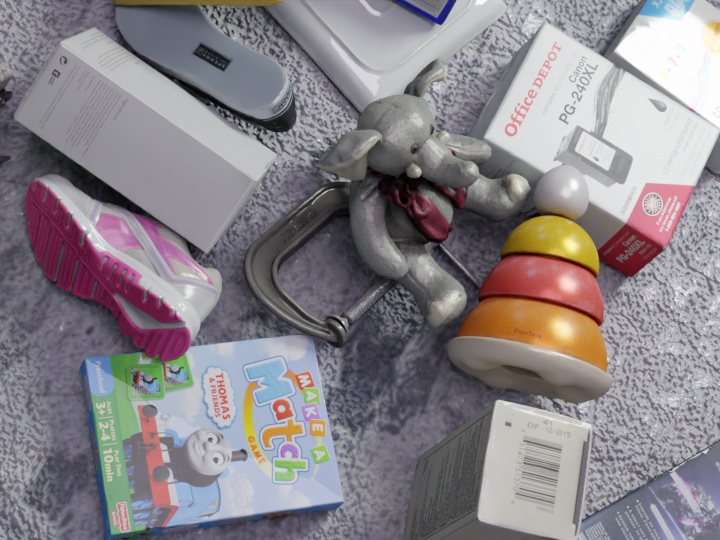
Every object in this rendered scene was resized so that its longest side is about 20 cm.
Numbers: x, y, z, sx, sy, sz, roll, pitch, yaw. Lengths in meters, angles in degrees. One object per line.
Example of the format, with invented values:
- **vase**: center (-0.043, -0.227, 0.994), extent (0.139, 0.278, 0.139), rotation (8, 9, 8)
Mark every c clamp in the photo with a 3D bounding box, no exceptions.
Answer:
- **c clamp**: center (0.000, 0.000, 1.537), extent (0.200, 0.027, 0.171), rotation (-35, 79, -36)

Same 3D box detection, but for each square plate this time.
- **square plate**: center (0.013, -0.271, 1.651), extent (0.198, 0.028, 0.200), rotation (-41, 86, -24)

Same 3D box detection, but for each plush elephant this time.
- **plush elephant**: center (0.046, -0.087, 1.493), extent (0.200, 0.155, 0.165), rotation (35, 67, 12)

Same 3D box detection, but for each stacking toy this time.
- **stacking toy**: center (0.166, 0.005, 1.519), extent (0.145, 0.146, 0.201), rotation (17, 78, -10)

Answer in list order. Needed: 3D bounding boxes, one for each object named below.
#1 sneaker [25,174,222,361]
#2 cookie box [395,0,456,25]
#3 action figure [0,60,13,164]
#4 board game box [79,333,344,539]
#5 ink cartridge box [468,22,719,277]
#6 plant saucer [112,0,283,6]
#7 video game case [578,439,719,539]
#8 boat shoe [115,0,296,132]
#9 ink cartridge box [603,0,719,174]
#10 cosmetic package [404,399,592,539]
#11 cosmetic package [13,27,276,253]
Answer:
- **sneaker**: center (-0.199, -0.012, 1.477), extent (0.200, 0.081, 0.088), rotation (42, 44, 9)
- **cookie box**: center (0.050, -0.361, 1.636), extent (0.171, 0.075, 0.201), rotation (28, 66, -5)
- **action figure**: center (-0.359, -0.142, 1.460), extent (0.118, 0.102, 0.201), rotation (-19, 76, -33)
- **board game box**: center (-0.125, 0.138, 1.463), extent (0.199, 0.037, 0.152), rotation (-6, 72, -19)
- **ink cartridge box**: center (0.210, -0.113, 1.622), extent (0.199, 0.083, 0.146), rotation (31, 66, -4)
- **plant saucer**: center (-0.115, -0.322, 1.546), extent (0.199, 0.049, 0.201), rotation (6, 56, 34)
- **video game case**: center (0.285, 0.255, 1.551), extent (0.199, 0.019, 0.143), rotation (-25, 80, -23)
- **boat shoe**: center (-0.135, -0.187, 1.557), extent (0.199, 0.068, 0.074), rotation (29, 75, 22)
- **ink cartridge box**: center (0.338, -0.179, 1.690), extent (0.200, 0.068, 0.115), rotation (36, 66, -2)
- **cosmetic package**: center (0.109, 0.185, 1.425), extent (0.087, 0.200, 0.104), rotation (15, 69, -12)
- **cosmetic package**: center (-0.179, -0.114, 1.485), extent (0.200, 0.108, 0.085), rotation (36, 106, -1)
